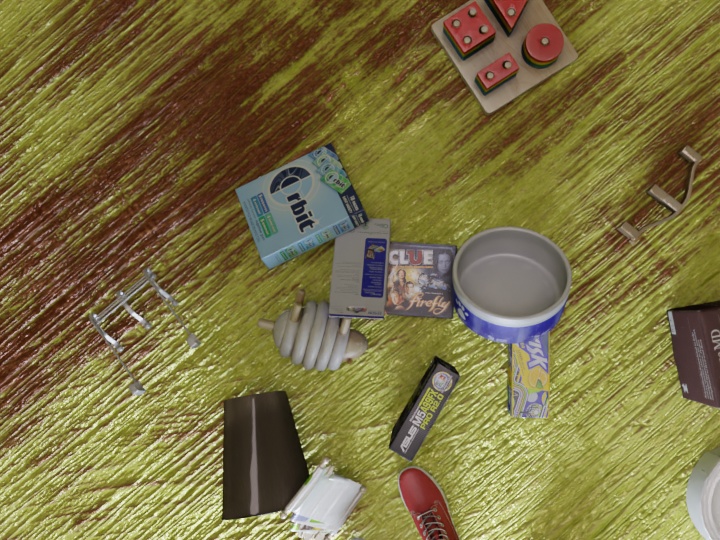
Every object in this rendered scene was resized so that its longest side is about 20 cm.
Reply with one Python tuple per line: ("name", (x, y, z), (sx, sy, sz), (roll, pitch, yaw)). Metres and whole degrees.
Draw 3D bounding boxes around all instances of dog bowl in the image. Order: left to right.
("dog bowl", (0.258, 0.024, 1.318), (0.200, 0.079, 0.200), (-2, 52, 3))

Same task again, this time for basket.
("basket", (-0.172, 0.320, 1.350), (0.180, 0.136, 0.200), (1, 75, -41))

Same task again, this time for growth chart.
("growth chart", (-0.063, 0.408, 1.326), (0.145, 0.200, 0.018), (-48, 52, -7))

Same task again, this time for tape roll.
("tape roll", (0.677, 0.401, 1.323), (0.202, 0.071, 0.203), (0, 88, 4))

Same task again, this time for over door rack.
("over door rack", (-0.392, 0.114, 1.400), (0.148, 0.067, 0.200), (-40, 65, 1))

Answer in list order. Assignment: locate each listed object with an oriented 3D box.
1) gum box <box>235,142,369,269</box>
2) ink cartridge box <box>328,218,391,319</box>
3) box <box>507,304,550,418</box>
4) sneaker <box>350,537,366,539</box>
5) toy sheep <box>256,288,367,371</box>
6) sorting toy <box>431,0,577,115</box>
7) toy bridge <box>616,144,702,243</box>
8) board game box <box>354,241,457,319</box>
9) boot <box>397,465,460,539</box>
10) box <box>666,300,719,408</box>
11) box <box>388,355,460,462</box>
("gum box", (-0.108, -0.118, 1.380), (0.200, 0.045, 0.170), (-26, 58, 2))
("ink cartridge box", (0.000, 0.000, 1.341), (0.099, 0.039, 0.200), (4, 62, 4))
("box", (0.300, 0.159, 1.363), (0.070, 0.064, 0.200), (1, 86, 4))
("sneaker", (0.061, 0.544, 1.349), (0.200, 0.085, 0.073), (21, 87, 3))
("toy sheep", (-0.084, 0.111, 1.358), (0.200, 0.138, 0.138), (17, 88, 0))
("sorting toy", (0.265, -0.424, 1.393), (0.199, 0.070, 0.200), (-32, 85, 1))
("toy bridge", (0.549, -0.128, 1.380), (0.067, 0.027, 0.200), (38, 90, 4))
("board game box", (0.073, 0.016, 1.399), (0.200, 0.035, 0.136), (3, 87, 4))
("boot", (0.125, 0.439, 1.320), (0.072, 0.144, 0.200), (-28, 84, 4))
("box", (0.655, 0.129, 1.291), (0.200, 0.164, 0.166), (-11, 86, 3))
("box", (0.108, 0.229, 1.304), (0.044, 0.200, 0.160), (30, 90, 5))
